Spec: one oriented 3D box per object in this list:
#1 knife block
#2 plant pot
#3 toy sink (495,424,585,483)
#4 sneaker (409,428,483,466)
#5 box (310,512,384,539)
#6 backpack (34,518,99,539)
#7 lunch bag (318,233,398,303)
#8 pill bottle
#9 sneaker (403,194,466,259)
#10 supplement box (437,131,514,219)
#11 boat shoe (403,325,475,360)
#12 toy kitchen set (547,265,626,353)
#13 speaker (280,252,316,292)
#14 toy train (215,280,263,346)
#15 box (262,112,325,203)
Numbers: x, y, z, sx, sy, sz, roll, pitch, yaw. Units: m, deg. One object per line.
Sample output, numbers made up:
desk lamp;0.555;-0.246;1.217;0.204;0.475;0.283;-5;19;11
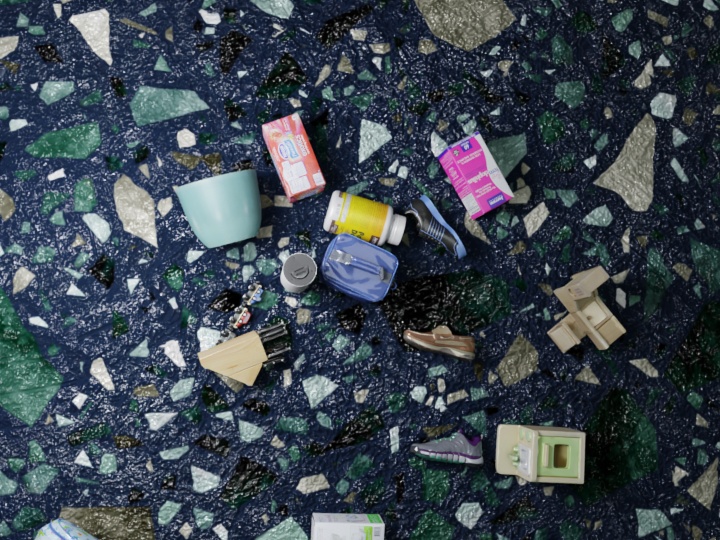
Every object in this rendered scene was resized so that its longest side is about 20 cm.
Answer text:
knife block;-0.279;0.185;1.656;0.200;0.064;0.176;26;87;-19
plant pot;-0.335;-0.146;1.643;0.200;0.201;0.161;-15;97;-8
toy sink;0.463;0.471;1.717;0.199;0.112;0.131;6;83;-7
sneaker;0.222;0.449;1.719;0.199;0.074;0.088;13;69;-15
box;-0.037;0.710;1.637;0.176;0.097;0.201;3;84;-6
backpack;-0.666;0.668;1.542;0.199;0.163;0.154;16;74;1
lunch bag;0.000;0.000;1.695;0.200;0.132;0.136;23;82;-4
pill bottle;0.012;-0.129;1.721;0.199;0.109;0.110;16;83;-5
sneaker;0.196;-0.101;1.767;0.078;0.070;0.200;-37;84;-5
supplement box;0.306;-0.250;1.776;0.101;0.103;0.200;-29;90;-10
boat shoe;0.207;0.180;1.738;0.200;0.076;0.072;17;79;-15
toy kitchen set;0.589;0.126;1.733;0.163;0.180;0.200;-38;86;-8
speaker;-0.154;0.009;1.639;0.081;0.200;0.081;1;84;-8
toy train;-0.302;0.117;1.694;0.046;0.034;0.200;31;82;-7
box;-0.173;-0.288;1.720;0.099;0.095;0.200;-22;87;-9
